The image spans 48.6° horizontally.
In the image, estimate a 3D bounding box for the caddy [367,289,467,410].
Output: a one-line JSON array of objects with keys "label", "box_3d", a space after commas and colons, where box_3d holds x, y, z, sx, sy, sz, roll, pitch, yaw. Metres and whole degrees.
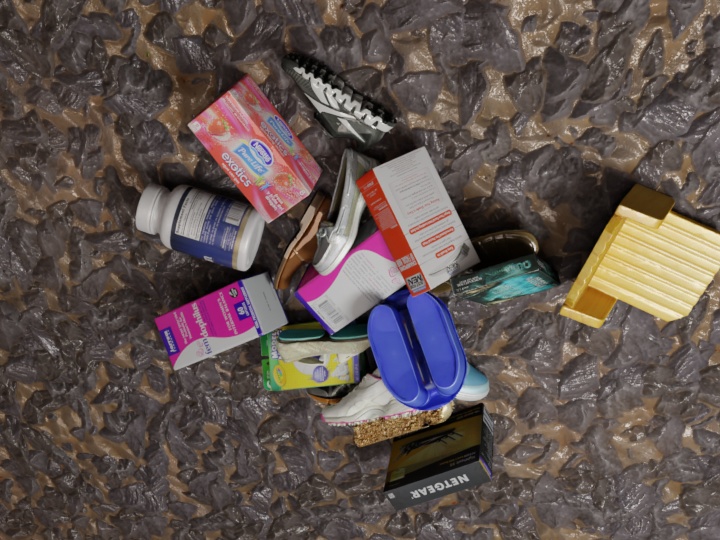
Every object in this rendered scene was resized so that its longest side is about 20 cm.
[{"label": "caddy", "box_3d": [0.091, 0.126, 1.291, 0.140, 0.105, 0.202, -21, 77, 8]}]

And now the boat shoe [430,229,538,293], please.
[{"label": "boat shoe", "box_3d": [0.195, -0.025, 1.304, 0.198, 0.066, 0.075, -17, 106, 24]}]

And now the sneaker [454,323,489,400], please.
[{"label": "sneaker", "box_3d": [0.156, 0.142, 1.400, 0.198, 0.080, 0.131, 24, 122, -4]}]

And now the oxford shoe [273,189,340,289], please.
[{"label": "oxford shoe", "box_3d": [-0.090, -0.036, 1.356, 0.071, 0.072, 0.201, 28, 119, -10]}]

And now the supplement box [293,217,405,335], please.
[{"label": "supplement box", "box_3d": [0.000, 0.000, 1.338, 0.199, 0.104, 0.101, -34, 107, 27]}]

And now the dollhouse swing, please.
[{"label": "dollhouse swing", "box_3d": [0.441, 0.005, 1.221, 0.175, 0.181, 0.202, 33, 122, 16]}]

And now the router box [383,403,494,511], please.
[{"label": "router box", "box_3d": [0.146, 0.342, 1.468, 0.198, 0.158, 0.053, -25, 112, 22]}]

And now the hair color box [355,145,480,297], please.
[{"label": "hair color box", "box_3d": [0.089, -0.076, 1.231, 0.064, 0.110, 0.202, -28, 88, 59]}]

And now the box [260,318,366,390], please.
[{"label": "box", "box_3d": [-0.093, 0.153, 1.444, 0.197, 0.048, 0.119, -9, 81, 17]}]

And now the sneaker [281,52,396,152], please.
[{"label": "sneaker", "box_3d": [-0.047, -0.250, 1.227, 0.199, 0.067, 0.091, 33, 118, -10]}]

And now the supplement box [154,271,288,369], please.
[{"label": "supplement box", "box_3d": [-0.247, 0.089, 1.416, 0.198, 0.103, 0.102, -23, 90, 23]}]

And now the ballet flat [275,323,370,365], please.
[{"label": "ballet flat", "box_3d": [-0.051, 0.131, 1.388, 0.197, 0.067, 0.063, -4, 109, 19]}]

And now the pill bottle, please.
[{"label": "pill bottle", "box_3d": [-0.270, -0.079, 1.343, 0.198, 0.111, 0.112, 17, 121, 2]}]

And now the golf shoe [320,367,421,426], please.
[{"label": "golf shoe", "box_3d": [0.017, 0.217, 1.376, 0.198, 0.075, 0.093, -15, 80, 25]}]

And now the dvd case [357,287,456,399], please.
[{"label": "dvd case", "box_3d": [0.075, 0.135, 1.373, 0.147, 0.016, 0.203, -16, 87, 32]}]

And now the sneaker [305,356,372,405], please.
[{"label": "sneaker", "box_3d": [-0.008, 0.197, 1.473, 0.197, 0.078, 0.078, -8, 104, 12]}]

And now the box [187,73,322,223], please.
[{"label": "box", "box_3d": [-0.162, -0.193, 1.264, 0.094, 0.103, 0.201, -31, 108, 25]}]

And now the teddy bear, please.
[{"label": "teddy bear", "box_3d": [0.080, 0.267, 1.469, 0.198, 0.145, 0.068, -21, 74, 17]}]

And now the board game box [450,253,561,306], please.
[{"label": "board game box", "box_3d": [0.234, 0.019, 1.261, 0.134, 0.200, 0.029, -18, 75, 21]}]

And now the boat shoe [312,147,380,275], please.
[{"label": "boat shoe", "box_3d": [-0.034, -0.092, 1.273, 0.064, 0.074, 0.204, 22, 97, -21]}]
